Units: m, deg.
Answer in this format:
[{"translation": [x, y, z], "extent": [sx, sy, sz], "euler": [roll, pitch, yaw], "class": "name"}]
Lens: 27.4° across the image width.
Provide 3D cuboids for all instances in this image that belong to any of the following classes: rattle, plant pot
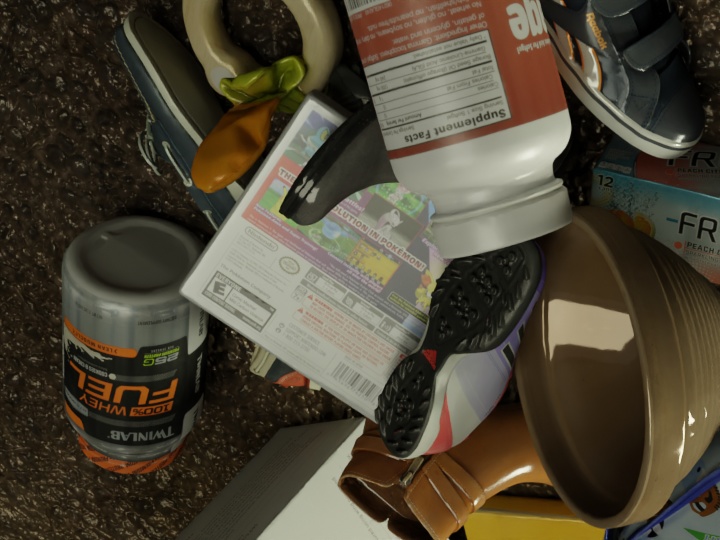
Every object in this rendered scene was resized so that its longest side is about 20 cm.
[{"translation": [-0.094, -0.181, 1.004], "extent": [0.130, 0.143, 0.201], "euler": [31, 140, 31], "class": "rattle"}, {"translation": [0.175, 0.056, 0.936], "extent": [0.092, 0.201, 0.202], "euler": [-7, 129, -16], "class": "plant pot"}]

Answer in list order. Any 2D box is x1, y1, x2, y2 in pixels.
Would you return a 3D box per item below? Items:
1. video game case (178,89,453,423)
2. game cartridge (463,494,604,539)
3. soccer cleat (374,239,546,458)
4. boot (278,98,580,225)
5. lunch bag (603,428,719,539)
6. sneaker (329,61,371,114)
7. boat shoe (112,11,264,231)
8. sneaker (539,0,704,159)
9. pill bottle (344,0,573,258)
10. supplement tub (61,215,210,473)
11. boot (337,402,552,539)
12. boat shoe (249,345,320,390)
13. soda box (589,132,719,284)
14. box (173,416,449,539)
[{"translation": [0.000, 0.000, 1.040], "extent": [0.200, 0.023, 0.183], "euler": [34, 114, -6], "class": "video game case"}, {"translation": [0.194, 0.264, 1.219], "extent": [0.199, 0.032, 0.177], "euler": [0, 121, 27], "class": "game cartridge"}, {"translation": [0.080, 0.049, 0.996], "extent": [0.068, 0.073, 0.200], "euler": [57, 134, 35], "class": "soccer cleat"}, {"translation": [0.053, -0.064, 0.962], "extent": [0.132, 0.200, 0.070], "euler": [49, 159, -4], "class": "boot"}, {"translation": [0.246, 0.147, 1.012], "extent": [0.124, 0.170, 0.200], "euler": [39, 133, -3], "class": "lunch bag"}, {"translation": [0.013, -0.049, 1.061], "extent": [0.090, 0.067, 0.201], "euler": [-26, 111, 7], "class": "sneaker"}, {"translation": [-0.130, -0.102, 1.120], "extent": [0.062, 0.075, 0.200], "euler": [-25, 117, 27], "class": "boat shoe"}, {"translation": [0.155, -0.160, 0.913], "extent": [0.200, 0.078, 0.079], "euler": [47, 137, -5], "class": "sneaker"}, {"translation": [0.061, -0.115, 0.880], "extent": [0.112, 0.112, 0.201], "euler": [-12, 98, 34], "class": "pill bottle"}, {"translation": [-0.187, 0.066, 1.231], "extent": [0.122, 0.123, 0.201], "euler": [20, 129, 16], "class": "supplement tub"}, {"translation": [0.091, 0.156, 1.115], "extent": [0.199, 0.155, 0.074], "euler": [23, 131, 14], "class": "boot"}, {"translation": [-0.050, 0.017, 1.149], "extent": [0.062, 0.071, 0.201], "euler": [12, 135, 3], "class": "boat shoe"}, {"translation": [0.250, -0.032, 0.959], "extent": [0.199, 0.064, 0.069], "euler": [15, 129, 18], "class": "soda box"}, {"translation": [-0.037, 0.260, 1.214], "extent": [0.130, 0.200, 0.199], "euler": [-14, 116, 51], "class": "box"}]
